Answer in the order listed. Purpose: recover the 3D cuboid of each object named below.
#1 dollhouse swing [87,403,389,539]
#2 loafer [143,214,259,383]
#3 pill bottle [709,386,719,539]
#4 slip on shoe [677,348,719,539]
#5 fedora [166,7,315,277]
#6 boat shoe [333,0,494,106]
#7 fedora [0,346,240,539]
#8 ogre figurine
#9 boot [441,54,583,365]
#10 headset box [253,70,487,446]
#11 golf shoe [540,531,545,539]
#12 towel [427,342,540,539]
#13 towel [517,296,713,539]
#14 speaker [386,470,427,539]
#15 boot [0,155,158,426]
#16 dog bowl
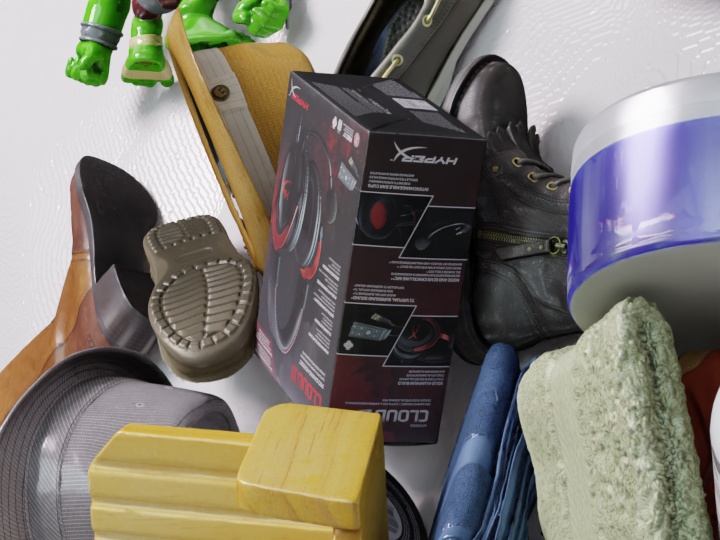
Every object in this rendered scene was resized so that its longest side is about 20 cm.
[{"bbox_3d":[-0.072,0.187,1.108,0.182,0.174,0.202,-68,-23,-74],"label":"dollhouse swing"},{"bbox_3d":[-0.098,0.026,1.361,0.075,0.068,0.200,-16,25,0],"label":"loafer"},{"bbox_3d":[0.205,0.094,0.877,0.113,0.201,0.114,-7,36,5],"label":"pill bottle"},{"bbox_3d":[0.162,0.129,0.988,0.061,0.074,0.202,15,109,30],"label":"slip on shoe"},{"bbox_3d":[-0.060,-0.088,1.359,0.081,0.202,0.201,-22,44,-6],"label":"fedora"},{"bbox_3d":[0.042,-0.177,1.338,0.072,0.060,0.203,23,89,51],"label":"boat shoe"},{"bbox_3d":[-0.131,0.135,1.282,0.090,0.200,0.179,-5,97,28],"label":"fedora"},{"bbox_3d":[-0.134,-0.209,1.531,0.199,0.097,0.121,-20,67,55],"label":"ogre figurine"},{"bbox_3d":[0.127,-0.040,1.168,0.173,0.069,0.202,-14,70,44],"label":"boot"},{"bbox_3d":[0.000,0.000,1.214,0.149,0.074,0.202,-135,50,-63],"label":"headset box"},{"bbox_3d":[0.139,0.140,1.043,0.094,0.077,0.202,-4,68,47],"label":"golf shoe"},{"bbox_3d":[0.063,0.132,1.078,0.200,0.048,0.112,-69,-2,-57],"label":"towel"},{"bbox_3d":[0.118,0.123,0.953,0.148,0.036,0.202,133,132,-69],"label":"towel"},{"bbox_3d":[-0.056,0.193,1.234,0.200,0.081,0.082,-40,44,27],"label":"speaker"},{"bbox_3d":[-0.216,0.039,1.537,0.200,0.068,0.189,-49,48,30],"label":"boot"},{"bbox_3d":[0.194,-0.015,0.964,0.199,0.199,0.080,-15,61,44],"label":"dog bowl"}]
